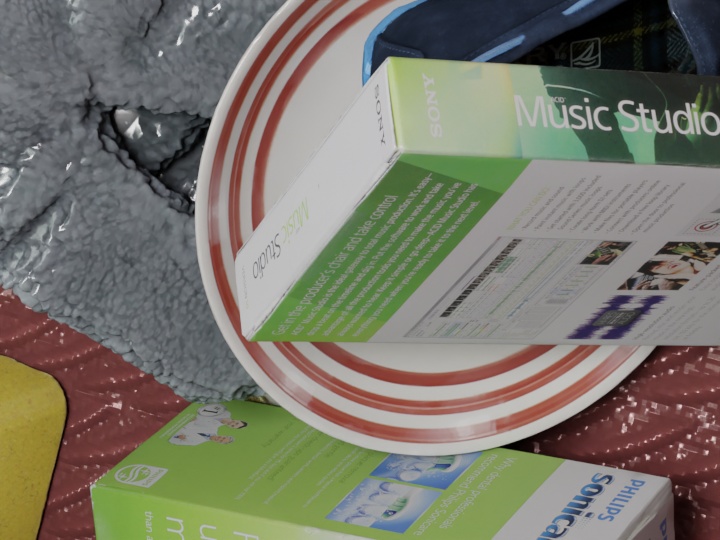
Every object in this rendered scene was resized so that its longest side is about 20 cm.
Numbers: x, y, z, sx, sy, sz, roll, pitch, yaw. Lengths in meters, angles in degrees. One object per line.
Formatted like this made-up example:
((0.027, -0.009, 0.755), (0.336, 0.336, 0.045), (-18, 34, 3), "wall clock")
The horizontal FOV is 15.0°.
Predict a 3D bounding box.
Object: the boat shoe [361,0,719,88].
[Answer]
((0.102, -0.067, 0.907), (0.199, 0.069, 0.085), (-20, 117, -11), "boat shoe")

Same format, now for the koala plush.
((-0.098, -0.081, 1.010), (0.178, 0.183, 0.200), (-61, 25, 11), "koala plush")

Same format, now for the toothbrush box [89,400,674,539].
((0.011, 0.141, 0.999), (0.199, 0.086, 0.147), (9, 116, 26), "toothbrush box")

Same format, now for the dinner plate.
((0.036, -0.030, 0.950), (0.024, 0.199, 0.201), (47, 120, 61), "dinner plate")

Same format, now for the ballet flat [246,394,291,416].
((0.000, 0.000, 1.023), (0.071, 0.071, 0.200), (44, 113, 18), "ballet flat")

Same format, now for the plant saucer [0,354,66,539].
((-0.237, 0.111, 1.170), (0.199, 0.048, 0.201), (21, 104, 24), "plant saucer")

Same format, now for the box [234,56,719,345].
((0.074, -0.018, 0.885), (0.144, 0.198, 0.037), (132, 133, -57), "box")
